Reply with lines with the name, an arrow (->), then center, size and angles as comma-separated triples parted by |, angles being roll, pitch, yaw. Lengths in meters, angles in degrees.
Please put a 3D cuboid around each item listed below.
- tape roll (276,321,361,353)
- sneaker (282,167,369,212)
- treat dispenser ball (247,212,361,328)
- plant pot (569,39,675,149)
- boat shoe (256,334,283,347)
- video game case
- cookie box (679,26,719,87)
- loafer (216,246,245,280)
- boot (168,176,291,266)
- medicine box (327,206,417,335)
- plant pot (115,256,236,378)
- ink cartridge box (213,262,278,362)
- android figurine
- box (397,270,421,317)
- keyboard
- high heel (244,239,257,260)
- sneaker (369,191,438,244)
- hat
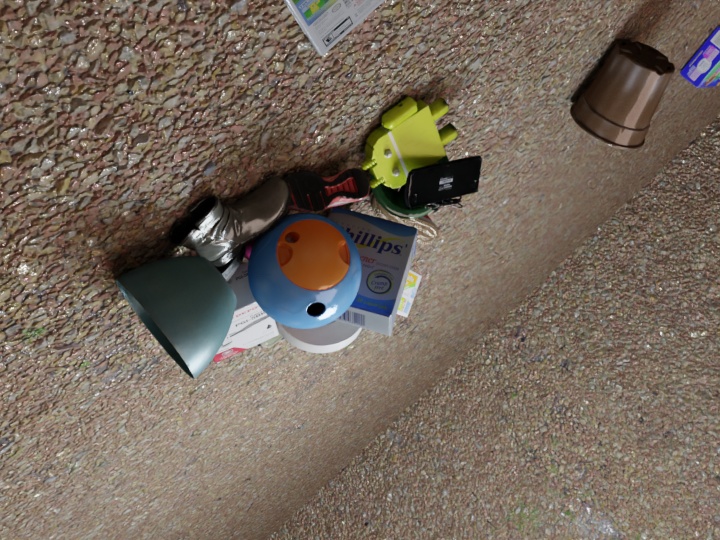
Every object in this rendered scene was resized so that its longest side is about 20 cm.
tape roll -> -0.084, 0.073, 1.735 | 0.202, 0.203, 0.037 | -31, 158, -24
sneaker -> -0.079, -0.133, 1.505 | 0.199, 0.074, 0.087 | -9, 172, -39
treat dispenser ball -> -0.097, 0.000, 1.466 | 0.200, 0.201, 0.201 | -34, 159, -15
plant pot -> 0.638, -0.428, 2.011 | 0.199, 0.200, 0.199 | -22, 146, -41
boat shoe -> -0.185, 0.121, 1.881 | 0.067, 0.072, 0.200 | -9, -172, 34
video game case -> -0.011, -0.403, 1.132 | 0.200, 0.022, 0.182 | -41, 160, 3
cookie box -> 1.063, -0.633, 2.491 | 0.199, 0.075, 0.172 | -18, 149, -48
loafer -> -0.277, 0.025, 1.482 | 0.200, 0.073, 0.072 | -41, 165, 6
boot -> -0.209, -0.092, 1.371 | 0.200, 0.068, 0.131 | -43, 154, 3
medicine box -> 0.000, 0.000, 1.648 | 0.103, 0.181, 0.201 | 90, 16, -64
plant pot -> -0.281, 0.055, 1.359 | 0.135, 0.200, 0.200 | -39, 161, -17
ink cartridge box -> -0.245, 0.084, 1.608 | 0.146, 0.083, 0.200 | -24, 157, -9
android figurine -> 0.088, -0.231, 1.563 | 0.199, 0.041, 0.183 | -35, 132, -10
box -> 0.058, 0.033, 1.995 | 0.200, 0.101, 0.113 | 23, 87, -68
keyboard -> 0.152, -0.165, 1.621 | 0.199, 0.040, 0.105 | -15, 122, -37
high heel -> -0.155, -0.008, 1.588 | 0.067, 0.096, 0.200 | -42, 160, 7
sneaker -> 0.080, -0.139, 1.803 | 0.071, 0.113, 0.199 | -43, 130, 16
hat -> 0.080, -0.202, 1.708 | 0.200, 0.176, 0.166 | 39, 91, -27
